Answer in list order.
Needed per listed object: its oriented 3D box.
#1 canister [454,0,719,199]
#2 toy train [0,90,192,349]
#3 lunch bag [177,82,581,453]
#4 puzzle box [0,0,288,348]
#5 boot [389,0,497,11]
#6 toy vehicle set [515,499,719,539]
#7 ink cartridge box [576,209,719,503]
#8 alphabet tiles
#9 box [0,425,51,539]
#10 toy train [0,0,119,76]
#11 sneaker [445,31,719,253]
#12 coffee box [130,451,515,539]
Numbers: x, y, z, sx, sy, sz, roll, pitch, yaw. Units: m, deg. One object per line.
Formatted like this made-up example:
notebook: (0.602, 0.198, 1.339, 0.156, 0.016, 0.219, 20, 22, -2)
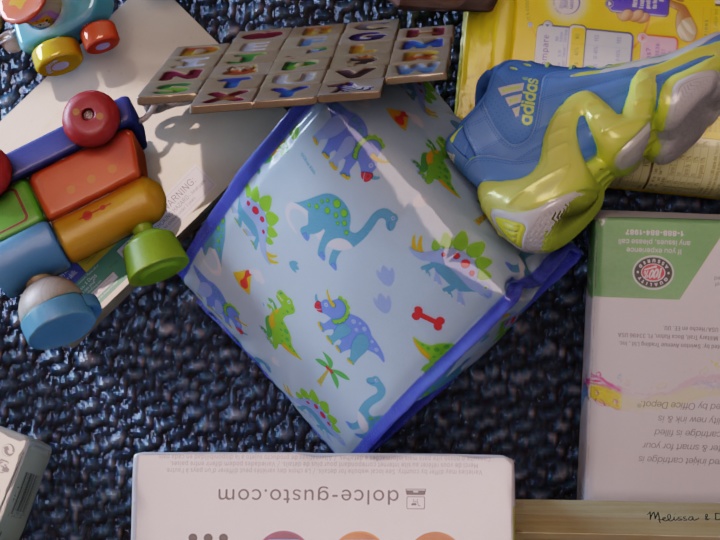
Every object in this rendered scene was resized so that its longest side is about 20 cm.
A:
canister: (0.159, -0.119, 1.194, 0.199, 0.087, 0.149, 6, 80, 1)
toy train: (-0.132, -0.044, 1.156, 0.199, 0.085, 0.116, -26, 73, -3)
lunch bag: (0.000, 0.000, 1.149, 0.170, 0.127, 0.200, 48, 123, 8)
puzzle box: (-0.155, -0.068, 1.222, 0.200, 0.025, 0.133, -44, 82, -6)
boot: (-0.017, -0.186, 1.166, 0.186, 0.064, 0.200, -37, 47, -12)
toy vehicle set: (0.184, 0.184, 1.098, 0.199, 0.125, 0.027, 1, 37, 4)
ink cartridge box: (0.201, 0.069, 1.136, 0.144, 0.088, 0.201, 2, 94, 3)
alphabet tiles: (-0.032, -0.116, 1.093, 0.165, 0.200, 0.006, -4, 107, 6)
box: (-0.291, 0.100, 1.169, 0.199, 0.082, 0.069, 20, 82, 4)
toy train: (-0.225, -0.201, 1.206, 0.199, 0.056, 0.151, 17, 91, 26)
sneaker: (0.128, -0.097, 1.098, 0.105, 0.076, 0.200, 42, 58, 19)
coffee box: (-0.016, 0.206, 1.082, 0.198, 0.200, 0.199, 0, 81, 2)
